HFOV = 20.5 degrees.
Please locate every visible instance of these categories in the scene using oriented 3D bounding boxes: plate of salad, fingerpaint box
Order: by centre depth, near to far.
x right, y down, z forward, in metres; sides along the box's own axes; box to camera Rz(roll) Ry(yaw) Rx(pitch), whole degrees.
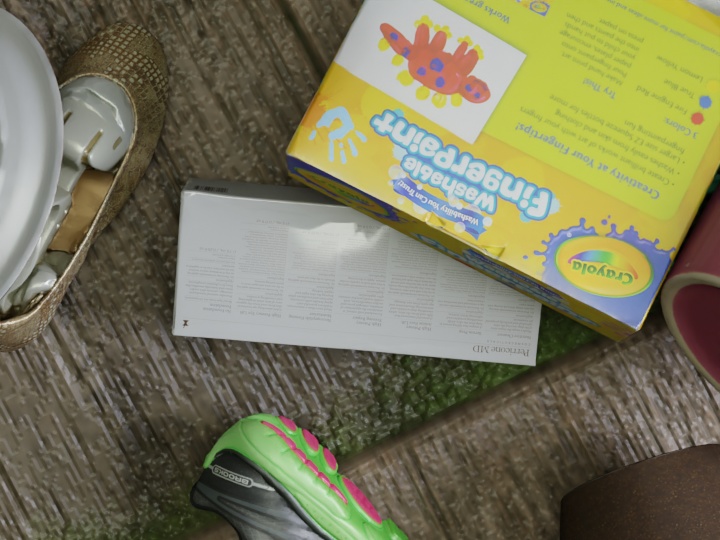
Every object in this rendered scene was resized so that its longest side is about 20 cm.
[{"bbox_3d":[0.086,-0.082,1.032,0.200,0.073,0.167,26,84,2],"label":"fingerpaint box"},{"bbox_3d":[-0.232,-0.049,1.071,0.200,0.048,0.200,-10,71,30],"label":"plate of salad"}]

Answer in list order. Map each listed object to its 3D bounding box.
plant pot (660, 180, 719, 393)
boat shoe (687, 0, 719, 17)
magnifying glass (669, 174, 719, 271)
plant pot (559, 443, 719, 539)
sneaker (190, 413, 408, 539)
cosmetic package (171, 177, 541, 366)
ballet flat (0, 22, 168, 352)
[{"bbox_3d":[0.257,-0.013,1.012,0.200,0.200,0.179,45,73,1],"label":"plant pot"},{"bbox_3d":[0.137,-0.150,1.101,0.200,0.071,0.070,17,85,-7],"label":"boat shoe"},{"bbox_3d":[0.154,-0.032,1.118,0.200,0.022,0.080,18,88,0],"label":"magnifying glass"},{"bbox_3d":[0.180,0.200,1.045,0.187,0.187,0.200,-18,74,-2],"label":"plant pot"},{"bbox_3d":[-0.016,0.171,1.090,0.084,0.077,0.200,-40,86,15],"label":"sneaker"},{"bbox_3d":[0.000,0.000,1.093,0.200,0.051,0.083,5,101,-1],"label":"cosmetic package"},{"bbox_3d":[-0.162,-0.046,1.090,0.070,0.065,0.200,23,87,0],"label":"ballet flat"}]
